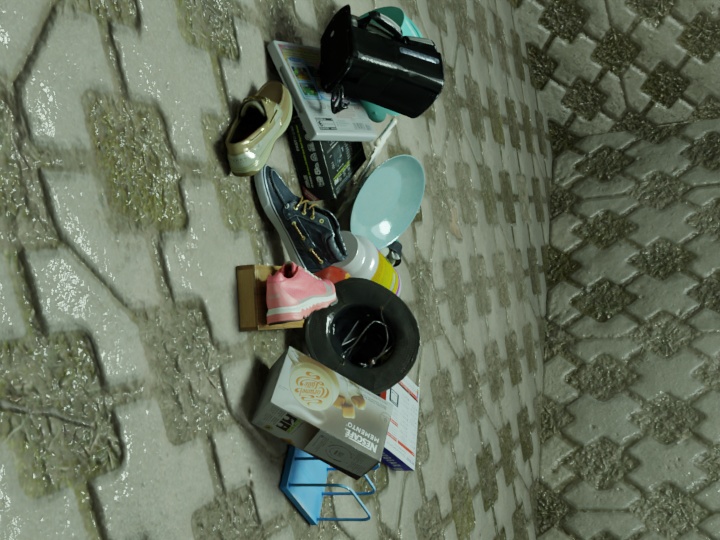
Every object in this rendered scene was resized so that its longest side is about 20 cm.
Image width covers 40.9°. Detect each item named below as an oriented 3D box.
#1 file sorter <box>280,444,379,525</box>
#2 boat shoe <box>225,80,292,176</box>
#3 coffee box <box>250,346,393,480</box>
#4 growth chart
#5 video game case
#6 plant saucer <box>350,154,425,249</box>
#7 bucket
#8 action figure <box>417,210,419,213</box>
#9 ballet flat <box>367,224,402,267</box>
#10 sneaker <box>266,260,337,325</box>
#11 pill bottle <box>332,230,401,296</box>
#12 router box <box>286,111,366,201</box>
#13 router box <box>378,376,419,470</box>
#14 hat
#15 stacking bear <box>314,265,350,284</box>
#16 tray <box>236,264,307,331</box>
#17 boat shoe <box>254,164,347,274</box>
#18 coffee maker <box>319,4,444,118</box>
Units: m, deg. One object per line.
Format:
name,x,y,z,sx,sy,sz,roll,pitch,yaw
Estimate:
file sorter,-0.037,0.306,1.631,0.140,0.120,0.203,62,31,-46
boat shoe,-0.158,-0.235,1.500,0.067,0.073,0.202,70,25,-45
coffee box,-0.057,0.224,1.505,0.198,0.080,0.115,31,45,-12
growth chart,0.009,-0.192,1.837,0.202,0.018,0.145,-59,180,25
video game case,-0.064,-0.311,1.689,0.199,0.024,0.185,-10,72,-57
plant saucer,0.043,-0.136,1.853,0.199,0.039,0.204,-31,139,-31
bucket,0.037,-0.403,1.871,0.136,0.204,0.210,56,35,-37
action figure,0.061,-0.153,1.983,0.121,0.101,0.200,65,15,5
ballet flat,0.042,-0.044,1.982,0.200,0.072,0.075,28,59,-68
sneaker,-0.091,0.024,1.522,0.200,0.072,0.089,-27,107,-68
pill bottle,0.000,0.000,1.812,0.200,0.102,0.106,46,44,-59
router box,-0.060,-0.235,1.763,0.200,0.061,0.152,-56,137,-58
router box,0.065,0.300,1.991,0.200,0.048,0.183,50,41,-56
hat,0.000,0.114,1.641,0.081,0.196,0.205,121,-31,-77
stacking bear,-0.025,0.075,1.730,0.201,0.112,0.123,57,31,-32
tray,-0.134,0.044,1.553,0.199,0.036,0.101,4,82,-68
boat shoe,-0.094,-0.093,1.571,0.203,0.089,0.071,64,21,-18
coffee maker,0.036,-0.339,1.688,0.197,0.134,0.196,12,81,-28
